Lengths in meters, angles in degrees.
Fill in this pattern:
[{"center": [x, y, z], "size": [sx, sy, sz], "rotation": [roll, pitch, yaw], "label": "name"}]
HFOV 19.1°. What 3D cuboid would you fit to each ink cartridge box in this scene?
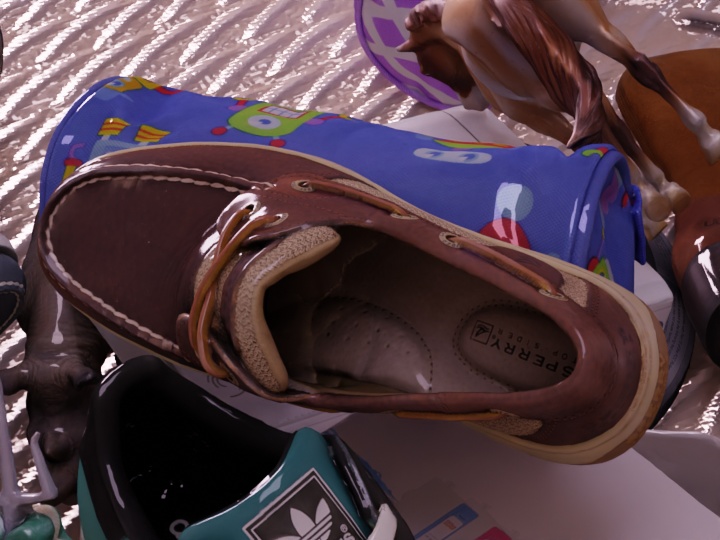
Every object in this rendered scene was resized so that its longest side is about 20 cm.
[{"center": [0.025, 0.128, 0.671], "size": [0.199, 0.129, 0.125], "rotation": [-31, 49, -26], "label": "ink cartridge box"}]

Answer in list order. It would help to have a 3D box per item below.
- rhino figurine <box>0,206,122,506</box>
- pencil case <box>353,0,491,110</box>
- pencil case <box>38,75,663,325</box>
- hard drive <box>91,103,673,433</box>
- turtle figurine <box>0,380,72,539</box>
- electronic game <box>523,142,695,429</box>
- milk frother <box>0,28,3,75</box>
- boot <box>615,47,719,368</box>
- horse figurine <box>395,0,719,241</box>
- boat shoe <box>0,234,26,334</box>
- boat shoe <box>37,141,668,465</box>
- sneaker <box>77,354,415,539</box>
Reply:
[{"center": [-0.104, 0.012, 0.829], "size": [0.059, 0.088, 0.201], "rotation": [2, 45, 8], "label": "rhino figurine"}, {"center": [0.080, -0.155, 0.995], "size": [0.085, 0.084, 0.200], "rotation": [39, 57, 8], "label": "pencil case"}, {"center": [-0.003, -0.014, 0.681], "size": [0.199, 0.079, 0.087], "rotation": [9, 29, 24], "label": "pencil case"}, {"center": [0.000, 0.000, 0.791], "size": [0.199, 0.027, 0.132], "rotation": [-16, 47, -32], "label": "hard drive"}, {"center": [-0.153, 0.079, 0.643], "size": [0.149, 0.101, 0.201], "rotation": [13, 75, 11], "label": "turtle figurine"}, {"center": [0.035, 0.010, 0.852], "size": [0.198, 0.042, 0.201], "rotation": [3, 42, -3], "label": "electronic game"}, {"center": [-0.243, -0.075, 0.832], "size": [0.179, 0.201, 0.189], "rotation": [-16, 32, 2], "label": "milk frother"}, {"center": [0.210, -0.026, 0.882], "size": [0.187, 0.069, 0.200], "rotation": [-5, 32, 1], "label": "boot"}, {"center": [0.069, -0.069, 0.769], "size": [0.050, 0.200, 0.133], "rotation": [-45, 84, 0], "label": "horse figurine"}, {"center": [-0.186, 0.063, 0.732], "size": [0.200, 0.073, 0.062], "rotation": [-38, 69, -23], "label": "boat shoe"}, {"center": [-0.015, 0.005, 0.598], "size": [0.199, 0.072, 0.073], "rotation": [19, 92, 25], "label": "boat shoe"}, {"center": [-0.008, 0.094, 0.556], "size": [0.199, 0.080, 0.071], "rotation": [32, 55, 32], "label": "sneaker"}]
